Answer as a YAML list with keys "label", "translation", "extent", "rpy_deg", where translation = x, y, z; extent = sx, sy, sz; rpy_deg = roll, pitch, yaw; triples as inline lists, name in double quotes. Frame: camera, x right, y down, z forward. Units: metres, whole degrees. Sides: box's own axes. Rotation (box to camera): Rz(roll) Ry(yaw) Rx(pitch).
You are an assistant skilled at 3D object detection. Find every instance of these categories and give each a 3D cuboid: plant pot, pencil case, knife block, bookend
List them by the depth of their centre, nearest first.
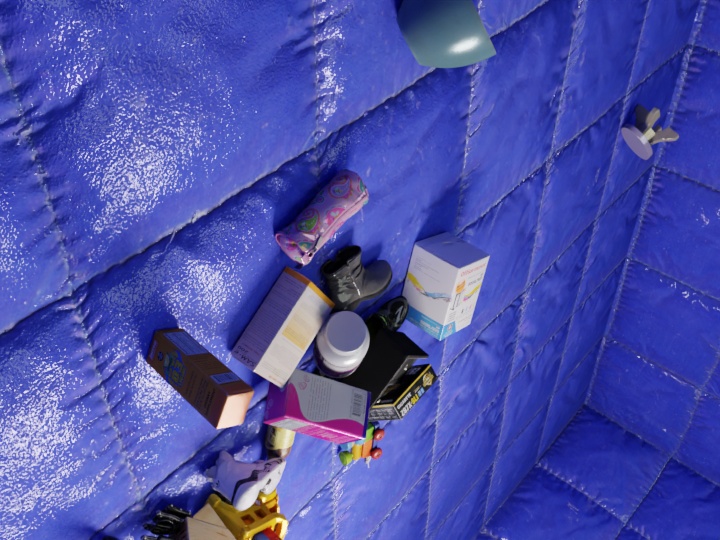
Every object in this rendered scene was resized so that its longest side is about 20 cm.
- label: "plant pot"
  translation: [0.143, -0.448, 1.394]
  extent: [0.133, 0.204, 0.200]
  rpy_deg: [-27, 154, 15]
- label: "pencil case"
  translation: [-0.068, -0.098, 1.441]
  extent: [0.200, 0.086, 0.088]
  rpy_deg: [-48, 148, -23]
- label: "knife block"
  translation: [-0.326, 0.540, 1.490]
  extent: [0.064, 0.201, 0.175]
  rpy_deg: [-40, 176, 21]
- label: "bookend"
  translation: [0.046, 0.245, 1.784]
  extent: [0.201, 0.092, 0.198]
  rpy_deg: [-53, 162, 6]

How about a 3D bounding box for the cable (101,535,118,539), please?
- label: "cable"
  translation: [-0.400, 0.553, 1.411]
  extent: [0.051, 0.161, 0.201]
  rpy_deg: [-54, 157, -20]

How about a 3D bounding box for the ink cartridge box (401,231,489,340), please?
- label: "ink cartridge box"
  translation: [0.205, 0.034, 1.908]
  extent: [0.146, 0.143, 0.204]
  rpy_deg: [-20, 131, -47]

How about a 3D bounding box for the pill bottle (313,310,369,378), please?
- label: "pill bottle"
  translation: [-0.040, 0.151, 1.602]
  extent: [0.113, 0.112, 0.200]
  rpy_deg: [-48, 173, -19]

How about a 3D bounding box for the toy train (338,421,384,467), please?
- label: "toy train"
  translation: [-0.009, 0.480, 2.033]
  extent: [0.114, 0.084, 0.204]
  rpy_deg: [-21, 133, -33]

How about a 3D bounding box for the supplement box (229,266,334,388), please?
- label: "supplement box"
  translation: [-0.150, 0.113, 1.504]
  extent: [0.202, 0.073, 0.126]
  rpy_deg: [-57, 150, -9]

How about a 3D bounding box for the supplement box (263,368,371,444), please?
- label: "supplement box"
  translation: [-0.089, 0.283, 1.599]
  extent: [0.197, 0.103, 0.103]
  rpy_deg: [23, 62, -28]

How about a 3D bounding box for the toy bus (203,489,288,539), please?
- label: "toy bus"
  translation: [-0.222, 0.547, 1.648]
  extent: [0.198, 0.190, 0.138]
  rpy_deg: [-5, 119, -56]

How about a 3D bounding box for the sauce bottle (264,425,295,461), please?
- label: "sauce bottle"
  translation: [-0.176, 0.365, 1.687]
  extent: [0.065, 0.065, 0.204]
  rpy_deg: [-17, 128, -49]

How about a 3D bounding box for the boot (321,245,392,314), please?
- label: "boot"
  translation: [0.000, 0.000, 1.650]
  extent: [0.199, 0.069, 0.134]
  rpy_deg: [-41, 140, -38]

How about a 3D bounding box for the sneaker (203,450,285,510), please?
- label: "sneaker"
  translation: [-0.237, 0.416, 1.600]
  extent: [0.199, 0.113, 0.077]
  rpy_deg: [-16, 130, -67]

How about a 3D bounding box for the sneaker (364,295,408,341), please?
- label: "sneaker"
  translation: [0.051, 0.127, 1.806]
  extent: [0.198, 0.071, 0.083]
  rpy_deg: [-37, 179, -33]

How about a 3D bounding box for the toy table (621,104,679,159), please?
- label: "toy table"
  translation: [0.988, -0.477, 2.658]
  extent: [0.117, 0.184, 0.200]
  rpy_deg: [-44, 163, 6]

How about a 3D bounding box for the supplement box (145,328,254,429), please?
- label: "supplement box"
  translation: [-0.264, 0.172, 1.255]
  extent: [0.068, 0.198, 0.068]
  rpy_deg: [1, 116, -52]

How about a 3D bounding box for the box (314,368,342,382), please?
- label: "box"
  translation: [-0.053, 0.275, 1.817]
  extent: [0.161, 0.046, 0.200]
  rpy_deg: [-58, 150, -6]

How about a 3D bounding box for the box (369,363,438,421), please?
- label: "box"
  translation: [0.076, 0.302, 1.897]
  extent: [0.159, 0.198, 0.050]
  rpy_deg: [-39, 103, -35]
